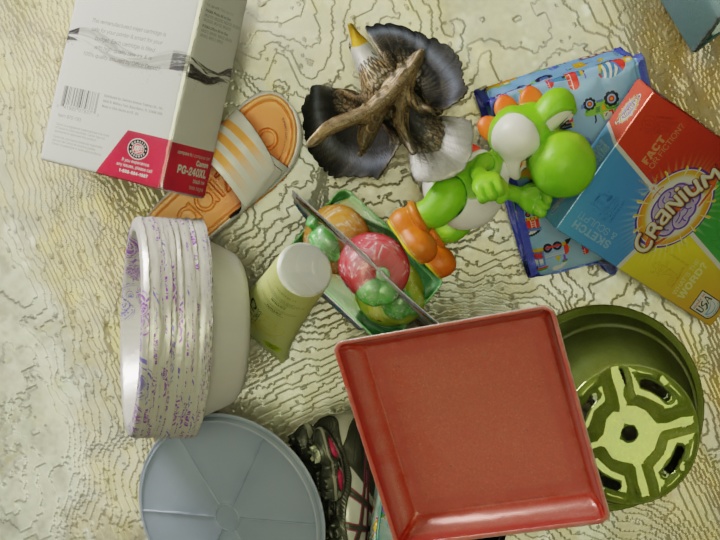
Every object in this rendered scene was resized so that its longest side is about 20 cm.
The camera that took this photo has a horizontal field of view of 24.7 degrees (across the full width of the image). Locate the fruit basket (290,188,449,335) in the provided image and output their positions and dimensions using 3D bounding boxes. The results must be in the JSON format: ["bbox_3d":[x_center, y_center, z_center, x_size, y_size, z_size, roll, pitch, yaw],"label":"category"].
[{"bbox_3d":[0.000,0.000,1.493,0.185,0.200,0.094,42,92,-1],"label":"fruit basket"}]

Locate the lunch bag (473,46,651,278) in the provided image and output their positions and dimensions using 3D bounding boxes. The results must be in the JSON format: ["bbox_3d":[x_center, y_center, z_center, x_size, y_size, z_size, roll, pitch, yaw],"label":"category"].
[{"bbox_3d":[0.209,-0.092,1.553,0.149,0.094,0.202,-17,104,-2],"label":"lunch bag"}]

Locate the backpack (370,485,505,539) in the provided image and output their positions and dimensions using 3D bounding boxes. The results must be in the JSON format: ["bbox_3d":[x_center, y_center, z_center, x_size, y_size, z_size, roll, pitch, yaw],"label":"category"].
[{"bbox_3d":[0.075,0.219,1.526,0.125,0.167,0.202,6,86,6],"label":"backpack"}]

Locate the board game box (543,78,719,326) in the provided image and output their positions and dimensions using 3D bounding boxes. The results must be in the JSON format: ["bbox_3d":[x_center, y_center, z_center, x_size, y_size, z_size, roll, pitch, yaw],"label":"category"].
[{"bbox_3d":[0.291,-0.059,1.517,0.199,0.040,0.154,29,104,-23],"label":"board game box"}]

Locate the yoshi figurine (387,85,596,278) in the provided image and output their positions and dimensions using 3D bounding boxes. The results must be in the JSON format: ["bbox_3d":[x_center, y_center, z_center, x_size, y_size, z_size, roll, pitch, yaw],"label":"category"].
[{"bbox_3d":[0.130,-0.071,1.459,0.200,0.113,0.112,-43,115,6],"label":"yoshi figurine"}]

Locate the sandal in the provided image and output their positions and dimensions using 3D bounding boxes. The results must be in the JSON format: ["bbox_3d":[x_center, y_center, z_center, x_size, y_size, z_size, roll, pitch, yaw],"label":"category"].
[{"bbox_3d":[-0.134,-0.080,1.562,0.079,0.059,0.207,42,92,-1],"label":"sandal"}]

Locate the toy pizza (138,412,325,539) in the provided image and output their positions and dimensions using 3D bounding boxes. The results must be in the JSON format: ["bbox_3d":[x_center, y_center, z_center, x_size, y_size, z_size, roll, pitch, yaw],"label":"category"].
[{"bbox_3d":[-0.120,0.229,1.563,0.198,0.032,0.202,6,106,22],"label":"toy pizza"}]

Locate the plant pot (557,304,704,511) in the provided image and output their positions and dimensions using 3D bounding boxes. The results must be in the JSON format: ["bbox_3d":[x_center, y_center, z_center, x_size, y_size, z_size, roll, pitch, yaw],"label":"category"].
[{"bbox_3d":[0.233,0.136,1.499,0.198,0.190,0.202,0,91,1],"label":"plant pot"}]

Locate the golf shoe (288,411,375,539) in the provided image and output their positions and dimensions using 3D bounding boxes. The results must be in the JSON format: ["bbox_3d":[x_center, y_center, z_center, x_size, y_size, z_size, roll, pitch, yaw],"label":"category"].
[{"bbox_3d":[-0.008,0.232,1.562,0.088,0.077,0.202,-18,113,-33],"label":"golf shoe"}]

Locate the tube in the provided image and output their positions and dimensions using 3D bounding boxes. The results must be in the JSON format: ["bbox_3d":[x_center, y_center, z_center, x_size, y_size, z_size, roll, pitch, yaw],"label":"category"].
[{"bbox_3d":[-0.076,0.034,1.507,0.051,0.200,0.059,-7,73,-20],"label":"tube"}]

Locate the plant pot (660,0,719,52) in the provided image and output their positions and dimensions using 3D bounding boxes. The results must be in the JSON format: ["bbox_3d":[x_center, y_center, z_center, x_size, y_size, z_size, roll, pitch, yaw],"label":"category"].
[{"bbox_3d":[0.329,-0.348,1.486,0.195,0.196,0.201,-38,85,2],"label":"plant pot"}]

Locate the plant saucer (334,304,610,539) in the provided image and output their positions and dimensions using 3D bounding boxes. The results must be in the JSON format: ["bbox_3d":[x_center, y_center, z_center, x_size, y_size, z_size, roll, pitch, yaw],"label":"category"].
[{"bbox_3d":[0.098,0.130,1.399,0.198,0.037,0.201,-11,107,23],"label":"plant saucer"}]

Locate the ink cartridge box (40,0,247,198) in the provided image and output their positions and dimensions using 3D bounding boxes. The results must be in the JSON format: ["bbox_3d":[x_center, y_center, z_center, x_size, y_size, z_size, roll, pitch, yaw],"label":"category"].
[{"bbox_3d":[-0.199,-0.182,1.523,0.144,0.083,0.202,15,93,28],"label":"ink cartridge box"}]

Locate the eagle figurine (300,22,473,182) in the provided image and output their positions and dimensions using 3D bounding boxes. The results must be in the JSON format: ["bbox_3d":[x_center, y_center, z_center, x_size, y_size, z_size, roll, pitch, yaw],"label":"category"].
[{"bbox_3d":[0.023,-0.158,1.492,0.150,0.200,0.153,3,93,-3],"label":"eagle figurine"}]

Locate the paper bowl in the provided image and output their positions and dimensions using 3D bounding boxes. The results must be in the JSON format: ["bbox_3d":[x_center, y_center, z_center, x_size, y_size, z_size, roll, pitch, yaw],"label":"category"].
[{"bbox_3d":[-0.161,0.052,1.499,0.103,0.201,0.203,1,92,-15],"label":"paper bowl"}]
